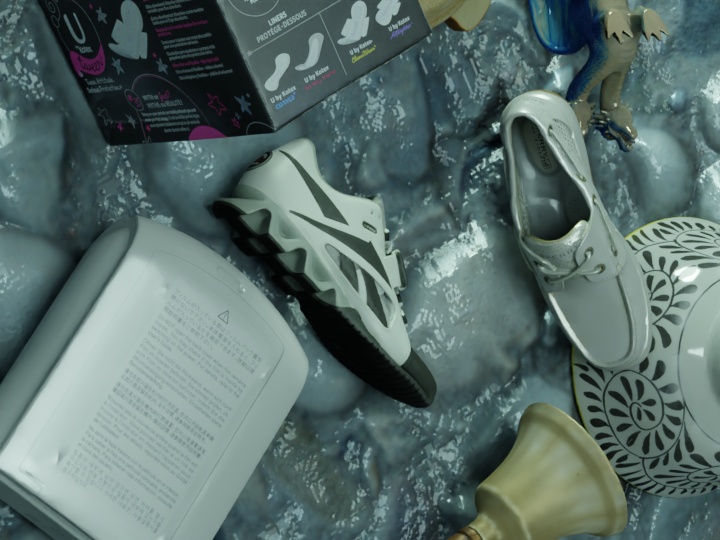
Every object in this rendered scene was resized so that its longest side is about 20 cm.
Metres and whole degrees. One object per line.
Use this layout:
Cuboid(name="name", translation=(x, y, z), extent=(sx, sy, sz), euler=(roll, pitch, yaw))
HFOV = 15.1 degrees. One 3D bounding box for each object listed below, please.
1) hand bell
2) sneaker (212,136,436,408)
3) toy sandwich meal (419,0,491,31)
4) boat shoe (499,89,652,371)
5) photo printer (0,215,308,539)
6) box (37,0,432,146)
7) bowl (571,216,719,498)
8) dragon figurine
Cuboid(name="hand bell", translation=(0.067, 0.182, 1.767), extent=(0.200, 0.104, 0.104), euler=(-34, 107, -24))
Cuboid(name="sneaker", translation=(0.000, 0.000, 1.733), extent=(0.089, 0.074, 0.200), euler=(-47, 114, -22))
Cuboid(name="toy sandwich meal", translation=(0.007, -0.238, 1.747), extent=(0.205, 0.070, 0.205), euler=(0, 90, -28))
Cuboid(name="boat shoe", translation=(0.136, -0.020, 1.811), extent=(0.200, 0.071, 0.069), euler=(67, 20, -5))
Cuboid(name="photo printer", translation=(-0.131, 0.079, 1.649), extent=(0.166, 0.069, 0.200), euler=(40, 69, -26))
Cuboid(name="box", translation=(-0.078, -0.156, 1.608), extent=(0.132, 0.200, 0.115), euler=(-34, 109, -29))
Cuboid(name="bowl", translation=(0.254, 0.061, 1.886), extent=(0.201, 0.094, 0.201), euler=(0, 89, -34))
Cuboid(name="dragon figurine", translation=(0.153, -0.180, 1.842), extent=(0.059, 0.099, 0.200), euler=(-8, 75, -31))
